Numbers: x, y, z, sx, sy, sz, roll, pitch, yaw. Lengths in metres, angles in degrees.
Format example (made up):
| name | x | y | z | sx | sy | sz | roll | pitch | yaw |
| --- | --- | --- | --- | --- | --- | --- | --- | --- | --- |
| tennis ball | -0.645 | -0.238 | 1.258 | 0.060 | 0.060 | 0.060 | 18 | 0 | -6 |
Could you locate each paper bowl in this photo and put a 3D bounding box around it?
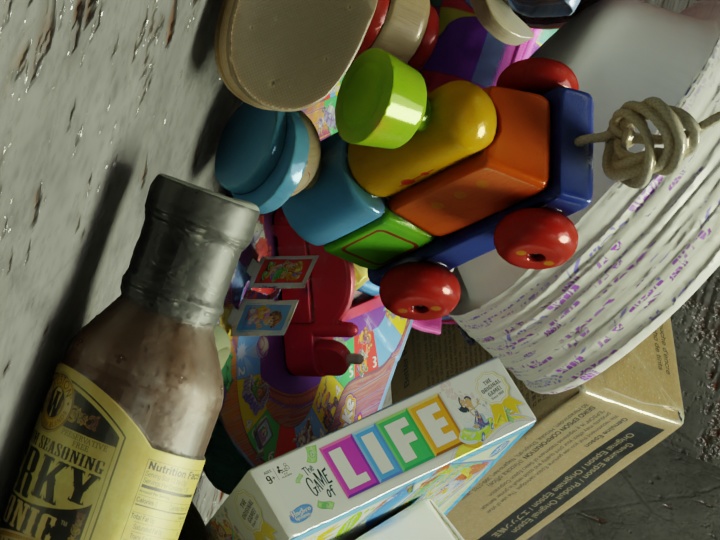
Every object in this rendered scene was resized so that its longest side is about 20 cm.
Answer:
| name | x | y | z | sx | sy | sz | roll | pitch | yaw |
| --- | --- | --- | --- | --- | --- | --- | --- | --- | --- |
| paper bowl | 0.112 | -0.048 | 1.374 | 0.201 | 0.104 | 0.201 | -48 | -170 | 12 |

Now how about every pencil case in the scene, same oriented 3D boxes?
| name | x | y | z | sx | sy | sz | roll | pitch | yaw |
| --- | --- | --- | --- | --- | --- | --- | --- | --- | --- |
| pencil case | 0.051 | -0.064 | 1.531 | 0.088 | 0.088 | 0.201 | 49 | 59 | -80 |

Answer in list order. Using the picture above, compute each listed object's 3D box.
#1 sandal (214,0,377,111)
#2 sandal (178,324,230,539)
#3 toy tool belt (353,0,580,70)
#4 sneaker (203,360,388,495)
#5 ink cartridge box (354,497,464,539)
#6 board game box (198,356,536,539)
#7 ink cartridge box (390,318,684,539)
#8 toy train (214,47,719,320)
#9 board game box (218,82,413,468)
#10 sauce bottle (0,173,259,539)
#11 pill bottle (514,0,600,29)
| name | x | y | z | sx | sy | sz | roll | pitch | yaw |
| --- | --- | --- | --- | --- | --- | --- | --- | --- | --- |
| sandal | -0.004 | -0.161 | 1.131 | 0.213 | 0.077 | 0.070 | -62 | -158 | -6 |
| sandal | -0.086 | 0.115 | 1.173 | 0.080 | 0.057 | 0.202 | -50 | 164 | -63 |
| toy tool belt | 0.068 | -0.158 | 1.206 | 0.125 | 0.122 | 0.201 | 12 | -99 | 62 |
| sneaker | -0.022 | 0.045 | 1.387 | 0.200 | 0.077 | 0.091 | -57 | 172 | -41 |
| ink cartridge box | -0.035 | 0.199 | 1.248 | 0.145 | 0.084 | 0.200 | -29 | 166 | -38 |
| board game box | -0.020 | 0.117 | 1.271 | 0.134 | 0.034 | 0.200 | -23 | 164 | -33 |
| ink cartridge box | 0.089 | 0.029 | 1.575 | 0.165 | 0.075 | 0.201 | -42 | -139 | 43 |
| toy train | 0.042 | -0.056 | 1.143 | 0.199 | 0.115 | 0.085 | -25 | -126 | 44 |
| board game box | 0.000 | 0.000 | 1.273 | 0.158 | 0.039 | 0.201 | 53 | 49 | -47 |
| sauce bottle | -0.088 | 0.065 | 1.051 | 0.065 | 0.064 | 0.201 | 22 | 87 | -81 |
| pill bottle | 0.080 | -0.178 | 1.371 | 0.200 | 0.113 | 0.115 | -1 | 110 | -81 |
